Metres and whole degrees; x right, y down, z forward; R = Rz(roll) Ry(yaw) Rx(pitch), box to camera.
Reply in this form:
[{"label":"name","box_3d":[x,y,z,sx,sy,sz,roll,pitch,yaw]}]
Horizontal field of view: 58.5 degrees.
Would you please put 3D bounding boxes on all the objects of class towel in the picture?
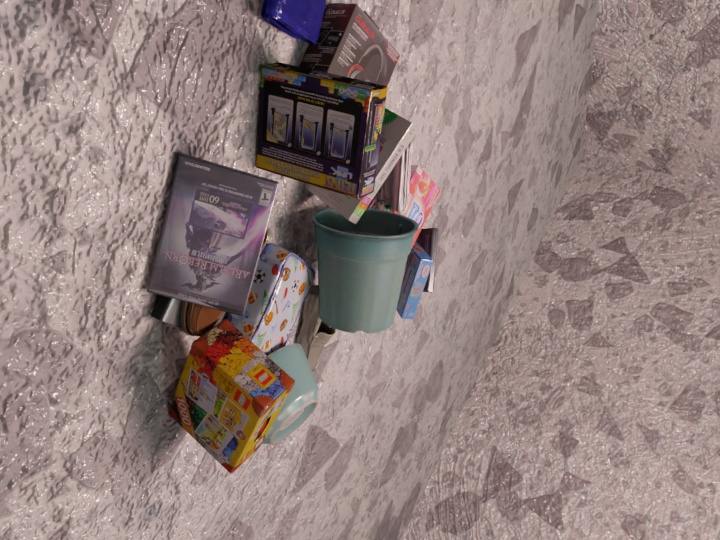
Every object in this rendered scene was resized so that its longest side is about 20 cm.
[{"label":"towel","box_3d":[-0.088,-0.457,0.964,0.148,0.049,0.202,-6,113,-70]},{"label":"towel","box_3d":[0.069,-0.205,1.327,0.200,0.024,0.148,-125,-143,-70]}]

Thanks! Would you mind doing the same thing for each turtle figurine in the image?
[{"label":"turtle figurine","box_3d":[-0.003,-0.100,1.338,0.150,0.100,0.202,-165,-102,-73]}]

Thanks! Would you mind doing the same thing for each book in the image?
[{"label":"book","box_3d":[0.002,-0.199,1.165,0.048,0.133,0.201,26,100,-52]}]

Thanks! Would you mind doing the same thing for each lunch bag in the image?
[{"label":"lunch bag","box_3d":[-0.161,0.064,1.161,0.201,0.075,0.160,-65,159,-10]}]

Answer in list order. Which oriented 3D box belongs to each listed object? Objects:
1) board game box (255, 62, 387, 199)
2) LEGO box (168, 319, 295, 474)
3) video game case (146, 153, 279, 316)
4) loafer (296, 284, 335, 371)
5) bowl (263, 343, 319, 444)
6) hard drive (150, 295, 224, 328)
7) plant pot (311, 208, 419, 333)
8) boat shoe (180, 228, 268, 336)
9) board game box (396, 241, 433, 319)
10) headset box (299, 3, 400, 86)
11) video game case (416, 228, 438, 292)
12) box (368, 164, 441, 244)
[{"label":"board game box","box_3d":[-0.065,-0.219,0.998,0.057,0.199,0.167,-34,139,-53]},{"label":"LEGO box","box_3d":[-0.206,0.199,1.005,0.077,0.149,0.201,-38,162,-47]},{"label":"video game case","box_3d":[-0.210,-0.048,0.915,0.019,0.142,0.202,-126,-128,-79]},{"label":"loafer","box_3d":[-0.089,0.130,1.357,0.070,0.069,0.202,-28,132,-55]},{"label":"bowl","box_3d":[-0.153,0.242,1.185,0.200,0.105,0.201,-40,163,-15]},{"label":"hard drive","box_3d":[-0.236,-0.003,1.006,0.201,0.033,0.140,-67,155,-7]},{"label":"plant pot","box_3d":[0.000,0.000,1.211,0.200,0.199,0.198,-27,127,-56]},{"label":"boat shoe","box_3d":[-0.202,0.011,0.963,0.201,0.068,0.072,-68,157,-2]},{"label":"board game box","box_3d":[0.095,-0.005,1.498,0.036,0.200,0.152,5,117,-23]},{"label":"headset box","box_3d":[-0.023,-0.345,1.107,0.148,0.075,0.201,32,79,-51]},{"label":"video game case","box_3d":[0.123,-0.024,1.526,0.019,0.200,0.144,6,89,-24]},{"label":"box","box_3d":[0.081,-0.128,1.448,0.095,0.102,0.201,40,69,-36]}]
